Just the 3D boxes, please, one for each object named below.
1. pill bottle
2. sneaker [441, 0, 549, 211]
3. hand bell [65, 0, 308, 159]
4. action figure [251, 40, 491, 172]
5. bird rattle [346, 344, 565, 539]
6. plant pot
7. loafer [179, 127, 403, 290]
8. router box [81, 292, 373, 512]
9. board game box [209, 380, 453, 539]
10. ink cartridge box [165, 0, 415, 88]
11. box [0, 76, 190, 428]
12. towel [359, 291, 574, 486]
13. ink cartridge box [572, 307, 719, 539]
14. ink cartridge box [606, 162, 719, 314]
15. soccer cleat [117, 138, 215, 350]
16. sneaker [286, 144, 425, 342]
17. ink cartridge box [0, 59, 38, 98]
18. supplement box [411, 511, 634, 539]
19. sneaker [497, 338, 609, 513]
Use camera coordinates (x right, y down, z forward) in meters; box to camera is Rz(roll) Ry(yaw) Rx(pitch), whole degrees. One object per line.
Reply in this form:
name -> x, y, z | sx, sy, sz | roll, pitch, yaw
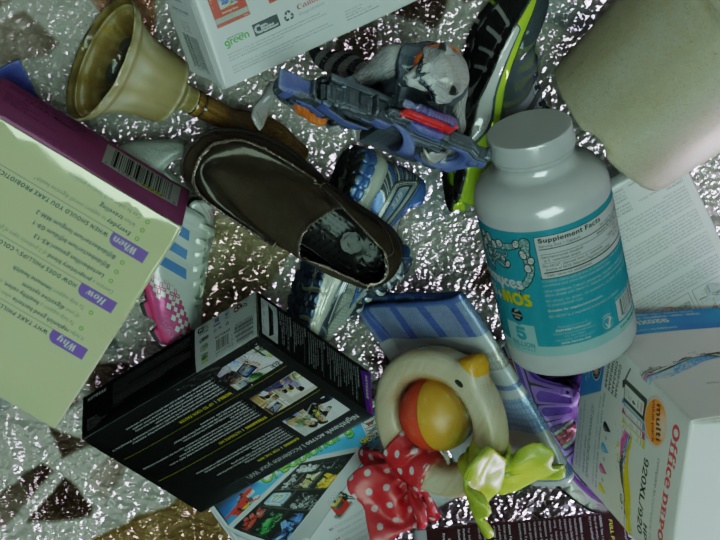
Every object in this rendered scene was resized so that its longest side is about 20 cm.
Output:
pill bottle -> 0.153, -0.025, 1.670 | 0.110, 0.111, 0.201 | -15, 117, -1
sneaker -> 0.124, -0.140, 1.705 | 0.080, 0.074, 0.201 | 4, 119, -20
hand bell -> -0.124, -0.130, 1.671 | 0.199, 0.104, 0.104 | 24, 109, -29
action figure -> 0.002, -0.144, 1.600 | 0.199, 0.193, 0.105 | 21, 72, -39
bird rattle -> 0.069, 0.141, 1.740 | 0.112, 0.199, 0.164 | -18, 101, -39
plant pot -> 0.262, -0.169, 1.653 | 0.200, 0.201, 0.183 | 40, 115, -21
loafer -> -0.049, -0.049, 1.647 | 0.199, 0.071, 0.073 | 27, 99, -12
router box -> -0.111, 0.114, 1.737 | 0.199, 0.051, 0.149 | -30, 133, 26
board game box -> -0.022, 0.193, 1.844 | 0.199, 0.035, 0.127 | -31, 114, 6
ink cartridge box -> -0.058, -0.262, 1.581 | 0.199, 0.084, 0.176 | -26, 114, -16
box -> -0.259, -0.014, 1.629 | 0.175, 0.097, 0.201 | 31, 106, -11
towel -> 0.088, 0.102, 1.766 | 0.024, 0.147, 0.201 | -43, 112, -29
ink cartridge box -> 0.282, 0.139, 1.711 | 0.144, 0.200, 0.148 | -4, 113, -18
ink cartridge box -> 0.234, 0.007, 1.789 | 0.160, 0.050, 0.201 | -29, 117, 2
soccer cleat -> -0.149, -0.016, 1.715 | 0.086, 0.070, 0.201 | -17, 115, 0
sneaker -> 0.000, 0.000, 1.742 | 0.085, 0.077, 0.201 | 15, 111, -18
ink cartridge box -> -0.326, -0.042, 1.694 | 0.199, 0.047, 0.198 | -22, 114, 5
supplement box -> 0.146, 0.257, 1.847 | 0.199, 0.109, 0.061 | -6, 73, -2
sneaker -> 0.177, 0.135, 1.826 | 0.083, 0.081, 0.200 | -41, 116, -1
